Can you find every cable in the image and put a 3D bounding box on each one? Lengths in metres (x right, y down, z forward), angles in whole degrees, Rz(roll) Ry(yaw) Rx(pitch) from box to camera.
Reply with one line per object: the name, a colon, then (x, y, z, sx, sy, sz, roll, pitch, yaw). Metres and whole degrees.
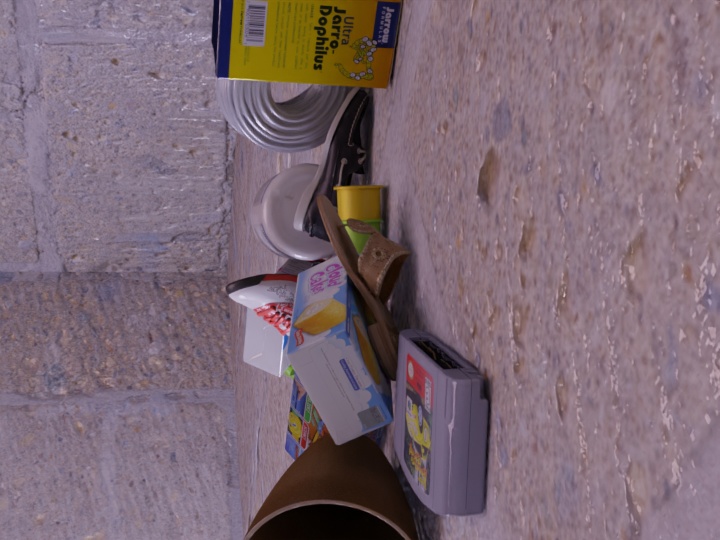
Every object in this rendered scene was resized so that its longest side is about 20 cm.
cable: (-0.087, -0.249, 1.283, 0.200, 0.200, 0.069, -59, 41, 11)

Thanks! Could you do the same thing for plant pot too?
plant pot: (-0.021, 0.261, 1.049, 0.200, 0.185, 0.187, -78, -7, -67)

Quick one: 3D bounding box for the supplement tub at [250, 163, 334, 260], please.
supplement tub: (-0.085, -0.081, 1.419, 0.200, 0.131, 0.133, -167, 77, -79)

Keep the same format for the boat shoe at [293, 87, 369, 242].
boat shoe: (-0.023, -0.133, 1.274, 0.074, 0.060, 0.201, -26, -41, -79)

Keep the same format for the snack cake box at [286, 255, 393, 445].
snack cake box: (-0.019, 0.076, 1.054, 0.115, 0.067, 0.200, 62, -170, -21)

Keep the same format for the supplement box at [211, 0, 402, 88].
supplement box: (-0.065, -0.283, 1.138, 0.109, 0.199, 0.110, -106, 21, -55)

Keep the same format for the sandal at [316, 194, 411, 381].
sandal: (0.026, 0.005, 1.051, 0.212, 0.069, 0.078, 68, -168, 11)

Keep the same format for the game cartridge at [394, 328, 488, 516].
game cartridge: (0.067, 0.137, 0.894, 0.200, 0.041, 0.134, -144, 51, -76)

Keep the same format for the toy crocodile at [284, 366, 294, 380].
toy crocodile: (-0.072, 0.162, 1.546, 0.068, 0.062, 0.200, 52, 171, -10)

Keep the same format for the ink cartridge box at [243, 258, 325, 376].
ink cartridge box: (-0.099, 0.052, 1.518, 0.200, 0.067, 0.117, -50, -25, -50)

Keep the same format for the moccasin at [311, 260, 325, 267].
moccasin: (-0.048, 0.080, 1.312, 0.068, 0.080, 0.201, 34, -142, -46)

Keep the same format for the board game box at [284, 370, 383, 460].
board game box: (-0.034, 0.195, 1.239, 0.135, 0.034, 0.201, 42, 140, 32)

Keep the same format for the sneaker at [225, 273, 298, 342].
sneaker: (-0.093, 0.066, 1.363, 0.067, 0.201, 0.108, -18, 74, 39)

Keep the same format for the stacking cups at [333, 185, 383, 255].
stacking cups: (0.000, 0.000, 1.176, 0.060, 0.060, 0.201, -171, 79, -79)
